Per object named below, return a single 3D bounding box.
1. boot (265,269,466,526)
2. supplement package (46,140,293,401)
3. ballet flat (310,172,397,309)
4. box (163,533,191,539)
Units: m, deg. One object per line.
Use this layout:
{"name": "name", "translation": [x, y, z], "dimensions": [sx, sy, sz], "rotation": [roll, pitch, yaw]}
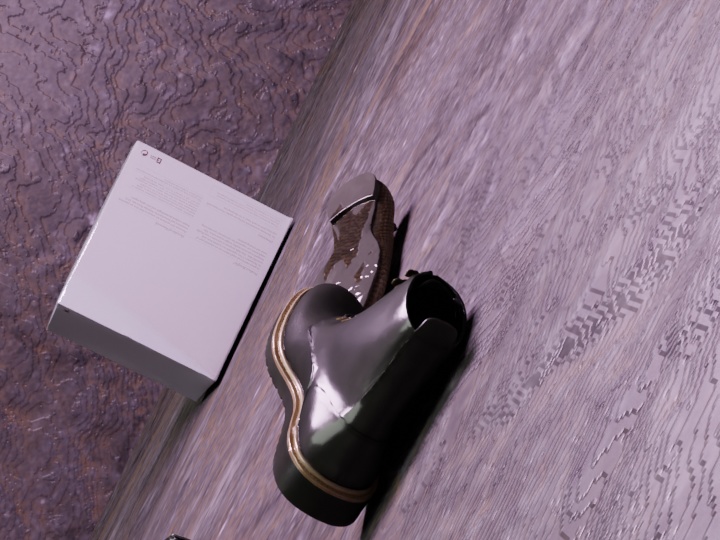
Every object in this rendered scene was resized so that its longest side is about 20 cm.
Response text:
{"name": "boot", "translation": [0.013, 0.035, 1.467], "dimensions": [0.139, 0.077, 0.200], "rotation": [-56, 22, 26]}
{"name": "supplement package", "translation": [-0.208, 0.004, 2.840], "dimensions": [0.201, 0.191, 0.147], "rotation": [-65, 6, -16]}
{"name": "ballet flat", "translation": [0.000, 0.000, 1.829], "dimensions": [0.067, 0.046, 0.200], "rotation": [-28, 26, 19]}
{"name": "box", "translation": [-0.125, 0.267, 1.541], "dimensions": [0.201, 0.086, 0.164], "rotation": [-66, 6, -14]}
